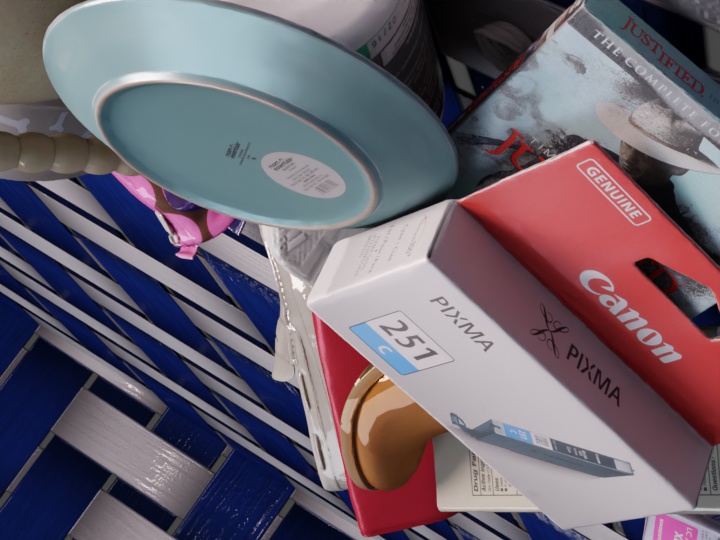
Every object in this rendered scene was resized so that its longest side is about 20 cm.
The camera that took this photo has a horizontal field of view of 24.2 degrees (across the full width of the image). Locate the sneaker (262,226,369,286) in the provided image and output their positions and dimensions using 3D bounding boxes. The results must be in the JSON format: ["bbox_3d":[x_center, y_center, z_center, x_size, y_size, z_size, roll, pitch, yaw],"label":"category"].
[{"bbox_3d":[0.000,0.000,1.059,0.200,0.077,0.082,59,-178,-37],"label":"sneaker"}]

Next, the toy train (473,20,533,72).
[{"bbox_3d":[0.108,-0.040,0.870,0.150,0.056,0.200,29,166,25],"label":"toy train"}]

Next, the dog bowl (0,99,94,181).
[{"bbox_3d":[-0.193,-0.150,0.956,0.200,0.200,0.059,35,145,2],"label":"dog bowl"}]

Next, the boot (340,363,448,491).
[{"bbox_3d":[0.075,0.073,0.935,0.155,0.074,0.200,23,130,16],"label":"boot"}]

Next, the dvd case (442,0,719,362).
[{"bbox_3d":[0.105,-0.030,0.775,0.146,0.022,0.200,39,143,-7],"label":"dvd case"}]

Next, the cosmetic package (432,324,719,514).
[{"bbox_3d":[0.139,0.086,0.970,0.200,0.105,0.071,-4,177,41],"label":"cosmetic package"}]

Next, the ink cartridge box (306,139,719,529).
[{"bbox_3d":[0.102,0.041,0.797,0.200,0.045,0.176,42,143,-23],"label":"ink cartridge box"}]

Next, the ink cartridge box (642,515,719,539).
[{"bbox_3d":[0.298,0.186,1.090,0.119,0.042,0.200,-9,-157,-40],"label":"ink cartridge box"}]

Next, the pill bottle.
[{"bbox_3d":[-0.018,-0.103,0.837,0.113,0.113,0.200,30,166,21],"label":"pill bottle"}]

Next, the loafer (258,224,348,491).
[{"bbox_3d":[-0.031,0.053,1.123,0.200,0.070,0.070,70,-161,1],"label":"loafer"}]

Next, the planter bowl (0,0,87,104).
[{"bbox_3d":[-0.157,-0.165,0.835,0.135,0.200,0.200,22,173,-24],"label":"planter bowl"}]

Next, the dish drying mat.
[{"bbox_3d":[0.020,0.086,1.057,0.018,0.077,0.200,-103,2,-54],"label":"dish drying mat"}]

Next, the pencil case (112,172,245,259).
[{"bbox_3d":[-0.168,-0.101,1.261,0.200,0.094,0.091,44,165,-30],"label":"pencil case"}]

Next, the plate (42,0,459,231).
[{"bbox_3d":[-0.054,-0.060,0.771,0.200,0.026,0.200,15,157,6],"label":"plate"}]

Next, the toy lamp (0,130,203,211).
[{"bbox_3d":[-0.144,-0.060,0.893,0.200,0.058,0.058,1,-175,-29],"label":"toy lamp"}]
